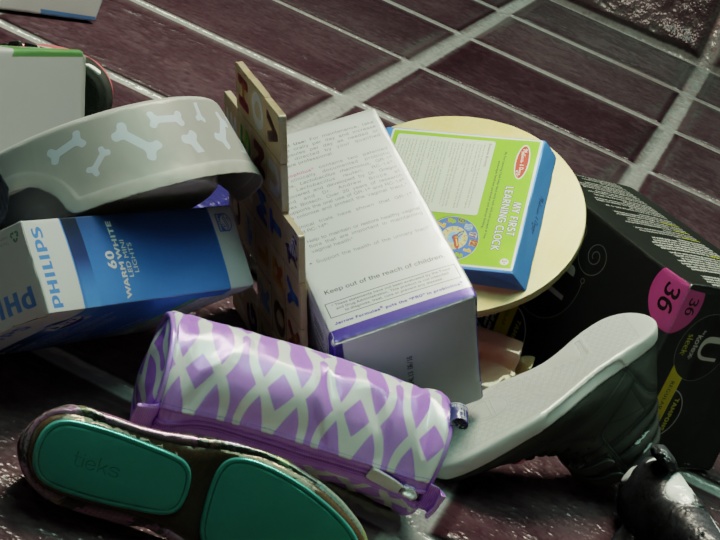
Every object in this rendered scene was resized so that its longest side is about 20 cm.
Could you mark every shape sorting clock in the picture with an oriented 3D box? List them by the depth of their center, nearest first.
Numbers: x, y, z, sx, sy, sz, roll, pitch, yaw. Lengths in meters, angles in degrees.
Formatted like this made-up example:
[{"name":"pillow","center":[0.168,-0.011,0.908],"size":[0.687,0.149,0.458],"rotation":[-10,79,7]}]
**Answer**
[{"name":"shape sorting clock","center":[0.067,-0.040,1.411],"size":[0.198,0.039,0.201],"rotation":[-4,46,5]}]

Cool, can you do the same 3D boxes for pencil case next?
[{"name":"pencil case","center":[-0.041,0.090,1.151],"size":[0.198,0.084,0.086],"rotation":[17,42,-12]}]

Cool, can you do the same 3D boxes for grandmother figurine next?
[{"name":"grandmother figurine","center":[0.029,0.042,1.397],"size":[0.198,0.061,0.121],"rotation":[26,9,0]}]

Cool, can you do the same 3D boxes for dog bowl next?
[{"name":"dog bowl","center":[-0.164,-0.052,1.224],"size":[0.199,0.199,0.059],"rotation":[-8,77,-57]}]

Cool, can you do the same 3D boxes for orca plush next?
[{"name":"orca plush","center":[0.194,0.185,1.223],"size":[0.106,0.071,0.200],"rotation":[64,-1,-34]}]

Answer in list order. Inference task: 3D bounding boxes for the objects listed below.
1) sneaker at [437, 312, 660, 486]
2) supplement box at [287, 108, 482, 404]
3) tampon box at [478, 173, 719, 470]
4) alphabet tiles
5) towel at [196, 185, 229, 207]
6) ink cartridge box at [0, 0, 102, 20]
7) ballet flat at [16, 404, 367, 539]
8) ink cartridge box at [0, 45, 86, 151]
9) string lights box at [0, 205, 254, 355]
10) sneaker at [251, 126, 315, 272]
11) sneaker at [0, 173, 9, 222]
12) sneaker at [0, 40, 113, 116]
[{"name":"sneaker","center":[0.134,0.116,1.297],"size":[0.199,0.100,0.070],"rotation":[-29,26,-28]},{"name":"supplement box","center":[0.000,0.000,1.284],"size":[0.102,0.102,0.201],"rotation":[-18,47,-10]},{"name":"tampon box","center":[0.196,0.035,1.462],"size":[0.125,0.151,0.200],"rotation":[8,23,-39]},{"name":"alphabet tiles","center":[-0.064,-0.028,1.273],"size":[0.007,0.202,0.167],"rotation":[-10,29,-16]},{"name":"towel","center":[-0.174,-0.054,1.448],"size":[0.147,0.050,0.200],"rotation":[31,21,13]},{"name":"ink cartridge box","center":[-0.365,-0.335,1.942],"size":[0.200,0.085,0.144],"rotation":[37,23,34]},{"name":"ballet flat","center":[-0.090,0.120,1.040],"size":[0.198,0.070,0.071],"rotation":[20,-1,-8]},{"name":"ink cartridge box","center":[-0.305,-0.110,1.281],"size":[0.198,0.085,0.144],"rotation":[6,8,30]},{"name":"string lights box","center":[-0.167,0.007,1.176],"size":[0.199,0.102,0.060],"rotation":[-7,78,-58]},{"name":"sneaker","center":[-0.020,-0.058,1.529],"size":[0.076,0.115,0.199],"rotation":[28,17,11]},{"name":"sneaker","center":[-0.309,-0.031,1.116],"size":[0.198,0.071,0.082],"rotation":[-14,32,-22]},{"name":"sneaker","center":[-0.244,-0.131,1.401],"size":[0.198,0.075,0.086],"rotation":[-3,10,36]}]
